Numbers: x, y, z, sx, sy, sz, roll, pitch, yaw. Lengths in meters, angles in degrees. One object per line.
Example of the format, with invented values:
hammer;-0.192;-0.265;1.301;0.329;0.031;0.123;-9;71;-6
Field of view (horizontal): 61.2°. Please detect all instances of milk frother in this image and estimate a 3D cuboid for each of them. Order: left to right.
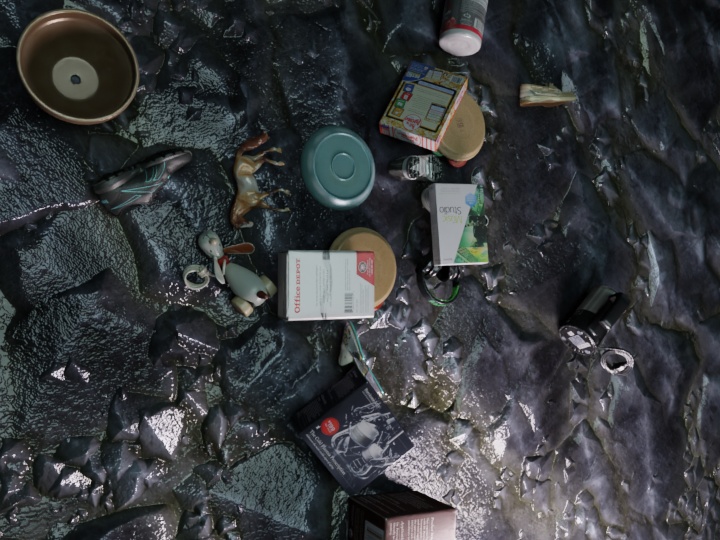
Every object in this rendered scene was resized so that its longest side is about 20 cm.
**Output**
milk frother;0.720;0.176;1.771;0.188;0.180;0.200;-43;105;-24

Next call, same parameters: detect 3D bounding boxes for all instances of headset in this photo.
headset;0.202;-0.013;1.523;0.123;0.094;0.201;10;67;-30

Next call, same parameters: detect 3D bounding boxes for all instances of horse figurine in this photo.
horse figurine;-0.223;-0.192;1.297;0.132;0.050;0.201;-9;101;-13

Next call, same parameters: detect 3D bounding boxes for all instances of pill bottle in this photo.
pill bottle;0.271;-0.674;1.581;0.110;0.111;0.201;15;80;-29

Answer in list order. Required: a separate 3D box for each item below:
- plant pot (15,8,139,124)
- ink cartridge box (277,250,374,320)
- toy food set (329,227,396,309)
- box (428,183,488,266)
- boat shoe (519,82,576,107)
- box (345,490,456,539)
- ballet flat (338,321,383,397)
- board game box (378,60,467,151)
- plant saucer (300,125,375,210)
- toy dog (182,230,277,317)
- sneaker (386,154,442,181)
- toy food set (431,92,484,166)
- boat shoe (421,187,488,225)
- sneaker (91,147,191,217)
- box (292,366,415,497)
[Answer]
plant pot;-0.516;-0.361;1.113;0.200;0.093;0.202;1;87;-30
ink cartridge box;-0.076;0.030;1.315;0.199;0.083;0.148;0;91;-23
toy food set;0.000;0.000;1.430;0.198;0.049;0.200;43;68;-23
box;0.243;-0.113;1.504;0.144;0.036;0.201;-3;89;-25
boat shoe;0.542;-0.512;1.761;0.199;0.072;0.065;-8;93;-25
box;0.090;0.613;1.391;0.199;0.164;0.167;7;84;-30
ballet flat;-0.012;0.218;1.407;0.072;0.072;0.201;-29;102;-28
board game box;0.155;-0.405;1.489;0.151;0.046;0.201;23;73;15
plant saucer;-0.045;-0.242;1.426;0.199;0.027;0.201;1;87;-30
toy dog;-0.252;0.009;1.252;0.200;0.096;0.132;32;72;-26
sneaker;0.132;-0.253;1.507;0.200;0.090;0.067;-11;104;-56
toy food set;0.242;-0.374;1.578;0.200;0.049;0.198;-36;103;-28
boat shoe;0.249;-0.162;1.570;0.200;0.071;0.070;24;76;-28
sneaker;-0.416;-0.177;1.188;0.200;0.075;0.080;-31;117;-21
box;-0.015;0.353;1.343;0.182;0.104;0.200;-37;107;-6
